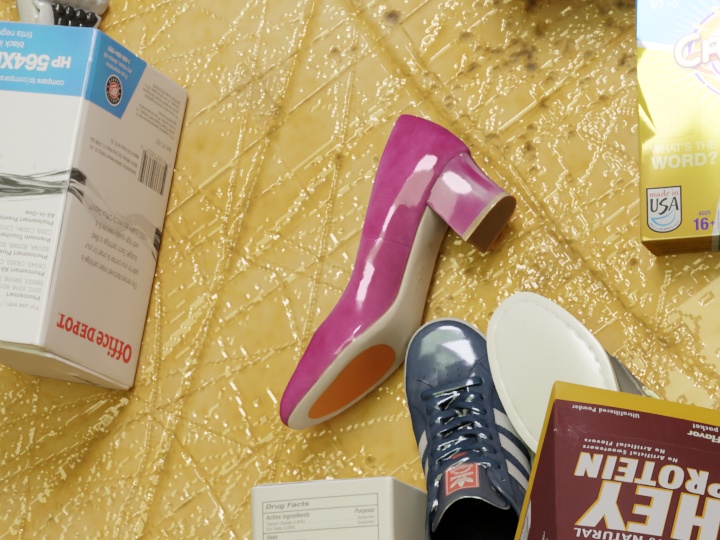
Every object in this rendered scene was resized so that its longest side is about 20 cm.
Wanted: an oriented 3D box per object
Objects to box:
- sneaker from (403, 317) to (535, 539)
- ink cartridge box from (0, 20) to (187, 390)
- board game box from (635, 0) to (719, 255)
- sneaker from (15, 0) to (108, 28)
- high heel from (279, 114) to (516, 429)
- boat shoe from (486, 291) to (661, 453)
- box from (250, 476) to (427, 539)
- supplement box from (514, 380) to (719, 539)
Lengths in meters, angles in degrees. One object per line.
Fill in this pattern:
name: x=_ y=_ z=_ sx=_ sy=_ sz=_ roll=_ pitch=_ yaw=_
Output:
sneaker: x=0.065 y=0.117 z=1.601 sx=0.075 sy=0.084 sz=0.201 roll=-21 pitch=71 yaw=14
ink cartridge box: x=-0.186 y=-0.038 z=1.695 sx=0.084 sy=0.146 sz=0.201 roll=7 pitch=80 yaw=20
board game box: x=0.240 y=-0.115 z=1.614 sx=0.152 sy=0.040 sz=0.201 roll=-5 pitch=76 yaw=19
sneaker: x=-0.214 y=-0.232 z=1.798 sx=0.081 sy=0.075 sz=0.201 roll=-15 pitch=70 yaw=31
high heel: x=0.000 y=0.000 z=1.664 sx=0.096 sy=0.067 sz=0.200 roll=41 pitch=96 yaw=29
boat shoe: x=0.147 y=0.097 z=1.591 sx=0.072 sy=0.060 sz=0.202 roll=-45 pitch=66 yaw=18
box: x=-0.009 y=0.227 z=1.607 sx=0.094 sy=0.078 sz=0.201 roll=-5 pitch=76 yaw=19
supplement box: x=0.146 y=0.201 z=1.434 sx=0.132 sy=0.200 sz=0.198 roll=11 pitch=119 yaw=-2
